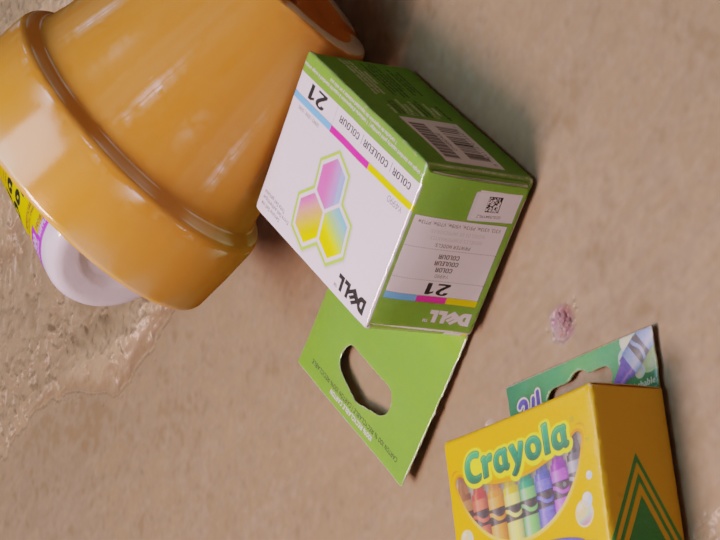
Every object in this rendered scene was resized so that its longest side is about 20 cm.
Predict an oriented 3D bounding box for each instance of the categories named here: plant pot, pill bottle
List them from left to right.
[{"bbox_3d":[-0.195,-0.074,1.616,0.200,0.104,0.105,57,131,43],"label":"pill bottle"},{"bbox_3d":[-0.103,-0.111,1.410,0.183,0.200,0.200,-43,47,13],"label":"plant pot"}]

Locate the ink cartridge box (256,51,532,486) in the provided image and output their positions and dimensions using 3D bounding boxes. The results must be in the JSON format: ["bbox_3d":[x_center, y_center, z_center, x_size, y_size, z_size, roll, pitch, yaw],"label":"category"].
[{"bbox_3d":[0.000,0.000,1.338,0.148,0.075,0.201,46,122,49],"label":"ink cartridge box"}]

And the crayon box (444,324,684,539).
[{"bbox_3d":[0.104,0.139,1.186,0.126,0.051,0.201,-29,62,51],"label":"crayon box"}]
